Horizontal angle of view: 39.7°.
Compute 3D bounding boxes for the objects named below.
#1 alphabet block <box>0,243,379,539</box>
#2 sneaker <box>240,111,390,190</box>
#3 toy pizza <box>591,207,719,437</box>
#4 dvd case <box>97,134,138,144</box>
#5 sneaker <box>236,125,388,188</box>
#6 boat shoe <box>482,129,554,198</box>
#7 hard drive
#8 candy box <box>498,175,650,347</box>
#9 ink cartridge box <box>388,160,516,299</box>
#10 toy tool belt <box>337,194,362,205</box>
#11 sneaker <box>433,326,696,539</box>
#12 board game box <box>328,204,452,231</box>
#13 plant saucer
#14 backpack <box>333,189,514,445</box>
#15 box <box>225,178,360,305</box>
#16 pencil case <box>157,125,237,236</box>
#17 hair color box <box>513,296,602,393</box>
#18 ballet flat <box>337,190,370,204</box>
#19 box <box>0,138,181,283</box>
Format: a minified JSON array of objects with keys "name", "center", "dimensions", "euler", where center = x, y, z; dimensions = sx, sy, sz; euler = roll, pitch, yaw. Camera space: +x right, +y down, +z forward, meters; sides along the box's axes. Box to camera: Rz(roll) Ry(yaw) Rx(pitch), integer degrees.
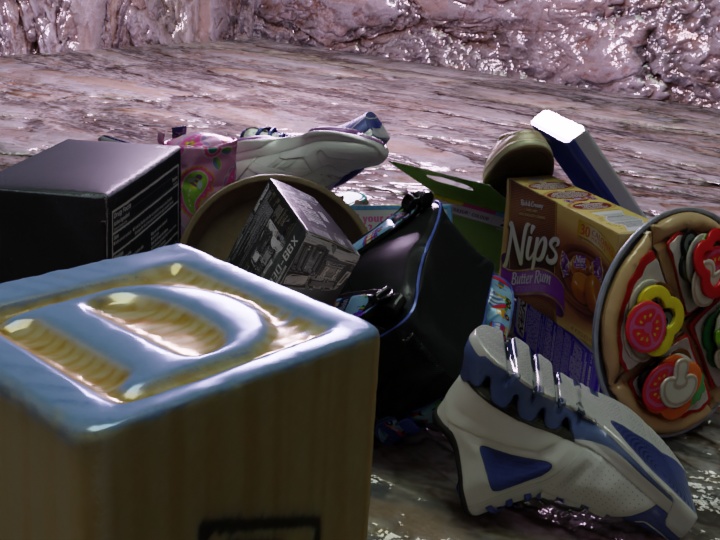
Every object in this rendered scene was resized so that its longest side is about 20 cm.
[{"name":"alphabet block","center":[-0.122,0.118,0.570],"dimensions":[0.195,0.201,0.196],"euler":[22,26,40]},{"name":"sneaker","center":[-0.076,-0.132,1.136],"dimensions":[0.199,0.115,0.081],"euler":[-37,-8,15]},{"name":"toy pizza","center":[0.278,0.047,0.851],"dimensions":[0.200,0.201,0.032],"euler":[-8,11,-31]},{"name":"dvd case","center":[-0.243,-0.064,1.148],"dimensions":[0.200,0.151,0.025],"euler":[20,15,38]},{"name":"sneaker","center":[-0.058,-0.098,1.058],"dimensions":[0.199,0.100,0.075],"euler":[-4,-4,29]},{"name":"boat shoe","center":[0.165,-0.118,1.073],"dimensions":[0.072,0.065,0.200],"euler":[-3,-12,4]},{"name":"hard drive","center":[0.259,-0.074,1.047],"dimensions":[0.025,0.200,0.132],"euler":[-38,18,5]},{"name":"candy box","center":[0.204,-0.011,0.946],"dimensions":[0.056,0.117,0.200],"euler":[-6,21,-21]},{"name":"ink cartridge box","center":[0.121,-0.041,1.127],"dimensions":[0.148,0.076,0.200],"euler":[20,-7,40]},{"name":"toy tool belt","center":[-0.011,-0.032,1.144],"dimensions":[0.125,0.123,0.200],"euler":[13,20,24]},{"name":"sneaker","center":[0.133,0.138,0.731],"dimensions":[0.199,0.115,0.081],"euler":[35,23,-2]},{"name":"board game box","center":[0.000,0.000,1.033],"dimensions":[0.199,0.135,0.034],"euler":[-1,-4,-16]},{"name":"plant saucer","center":[-0.079,0.005,0.965],"dimensions":[0.199,0.201,0.029],"euler":[-1,-13,-15]},{"name":"backpack","center":[0.010,0.057,0.847],"dimensions":[0.200,0.135,0.183],"euler":[-31,24,32]},{"name":"box","center":[-0.086,0.038,0.809],"dimensions":[0.050,0.200,0.158],"euler":[25,10,-23]},{"name":"pencil case","center":[-0.168,-0.044,1.028],"dimensions":[0.087,0.201,0.087],"euler":[1,14,0]},{"name":"hair color box","center":[0.239,0.072,0.985],"dimensions":[0.109,0.065,0.200],"euler":[-1,21,-13]},{"name":"ballet flat","center":[-0.058,-0.050,1.274],"dimensions":[0.068,0.067,0.200],"euler":[27,30,36]},{"name":"box","center":[-0.243,-0.001,0.892],"dimensions":[0.123,0.199,0.200],"euler":[6,18,5]}]
